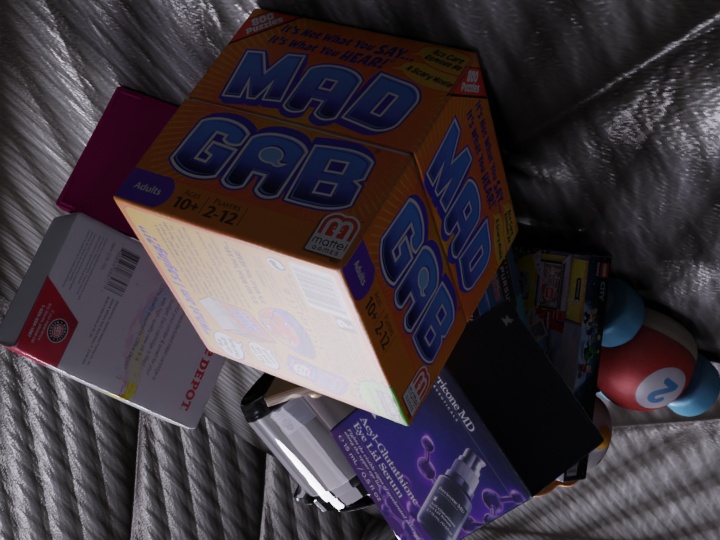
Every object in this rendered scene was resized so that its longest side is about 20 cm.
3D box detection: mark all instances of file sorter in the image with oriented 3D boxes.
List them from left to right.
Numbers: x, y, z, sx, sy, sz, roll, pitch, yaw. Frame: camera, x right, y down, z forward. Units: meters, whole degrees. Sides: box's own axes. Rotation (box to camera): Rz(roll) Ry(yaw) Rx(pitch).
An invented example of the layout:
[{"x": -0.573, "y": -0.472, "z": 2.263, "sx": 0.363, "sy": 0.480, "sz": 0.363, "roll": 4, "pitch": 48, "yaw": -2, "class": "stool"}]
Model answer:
[{"x": -0.177, "y": -0.073, "z": 1.279, "sx": 0.198, "sy": 0.140, "sz": 0.126, "roll": 21, "pitch": 165, "yaw": 17, "class": "file sorter"}]

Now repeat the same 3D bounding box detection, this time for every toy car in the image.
[{"x": 0.220, "y": 0.133, "z": 1.203, "sx": 0.184, "sy": 0.202, "sz": 0.176, "roll": 36, "pitch": 161, "yaw": -36, "class": "toy car"}]

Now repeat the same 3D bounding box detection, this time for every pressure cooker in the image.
[{"x": -0.019, "y": 0.176, "z": 1.420, "sx": 0.200, "sy": 0.179, "sz": 0.176, "roll": 50, "pitch": 151, "yaw": -7, "class": "pressure cooker"}]

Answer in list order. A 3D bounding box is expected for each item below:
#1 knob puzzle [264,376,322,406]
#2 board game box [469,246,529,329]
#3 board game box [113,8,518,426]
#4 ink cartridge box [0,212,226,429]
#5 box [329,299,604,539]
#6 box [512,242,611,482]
[{"x": 0.006, "y": 0.079, "z": 1.275, "sx": 0.219, "sy": 0.219, "sz": 0.031, "roll": -1, "pitch": 116, "yaw": 59, "class": "knob puzzle"}, {"x": 0.053, "y": -0.010, "z": 1.147, "sx": 0.199, "sy": 0.047, "sz": 0.152, "roll": 9, "pitch": 122, "yaw": 45, "class": "board game box"}, {"x": -0.023, "y": -0.043, "z": 0.946, "sx": 0.198, "sy": 0.201, "sz": 0.201, "roll": 17, "pitch": 151, "yaw": 28, "class": "board game box"}, {"x": -0.240, "y": 0.052, "z": 1.258, "sx": 0.199, "sy": 0.147, "sz": 0.144, "roll": 29, "pitch": 168, "yaw": -21, "class": "ink cartridge box"}, {"x": 0.087, "y": 0.143, "z": 1.082, "sx": 0.149, "sy": 0.104, "sz": 0.200, "roll": 55, "pitch": 142, "yaw": 10, "class": "box"}, {"x": 0.154, "y": 0.078, "z": 1.143, "sx": 0.037, "sy": 0.203, "sz": 0.136, "roll": 3, "pitch": -175, "yaw": -44, "class": "box"}]
